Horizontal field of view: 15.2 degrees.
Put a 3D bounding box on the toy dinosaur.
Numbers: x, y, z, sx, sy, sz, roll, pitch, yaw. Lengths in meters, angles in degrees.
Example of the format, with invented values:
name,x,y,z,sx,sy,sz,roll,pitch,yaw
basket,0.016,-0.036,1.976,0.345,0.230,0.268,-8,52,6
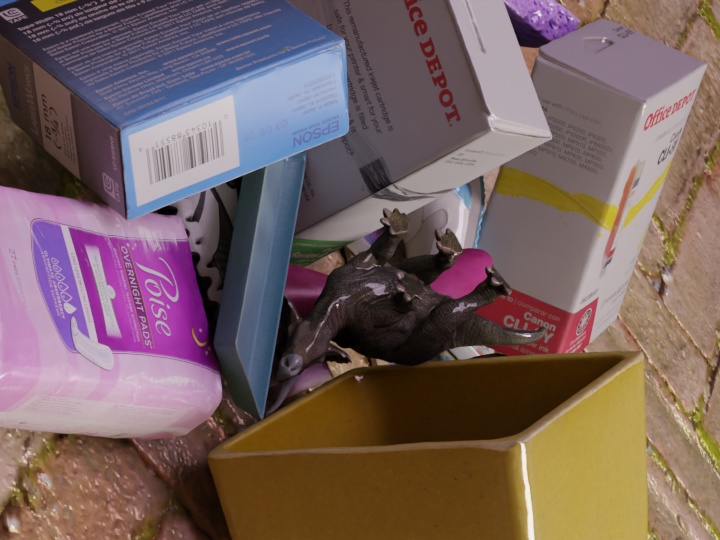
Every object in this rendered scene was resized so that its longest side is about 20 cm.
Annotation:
name,x,y,z,sx,sy,sz,roll,pitch,yaw
toy dinosaur,0.022,0.022,1.587,0.200,0.102,0.077,-1,59,-44

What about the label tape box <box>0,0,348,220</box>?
name,x,y,z,sx,sy,sz,roll,pitch,yaw
label tape box,-0.119,-0.118,1.501,0.144,0.200,0.063,-23,129,-25

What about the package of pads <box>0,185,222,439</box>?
name,x,y,z,sx,sy,sz,roll,pitch,yaw
package of pads,-0.163,0.024,1.413,0.200,0.076,0.121,11,61,-55

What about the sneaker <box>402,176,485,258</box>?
name,x,y,z,sx,sy,sz,roll,pitch,yaw
sneaker,0.033,-0.074,1.770,0.081,0.077,0.200,2,72,-18

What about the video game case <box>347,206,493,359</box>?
name,x,y,z,sx,sy,sz,roll,pitch,yaw
video game case,0.029,-0.041,1.819,0.200,0.018,0.143,45,34,-28

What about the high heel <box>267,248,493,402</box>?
name,x,y,z,sx,sy,sz,roll,pitch,yaw
high heel,0.000,0.000,1.652,0.200,0.067,0.096,-28,100,-41

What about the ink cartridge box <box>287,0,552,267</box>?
name,x,y,z,sx,sy,sz,roll,pitch,yaw
ink cartridge box,-0.001,-0.105,1.647,0.084,0.200,0.146,4,64,-58

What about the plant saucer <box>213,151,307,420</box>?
name,x,y,z,sx,sy,sz,roll,pitch,yaw
plant saucer,-0.057,-0.014,1.529,0.070,0.019,0.200,73,18,-48

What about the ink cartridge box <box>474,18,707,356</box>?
name,x,y,z,sx,sy,sz,roll,pitch,yaw
ink cartridge box,0.144,-0.051,1.783,0.083,0.200,0.145,24,23,16

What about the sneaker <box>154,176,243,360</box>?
name,x,y,z,sx,sy,sz,roll,pitch,yaw
sneaker,-0.089,-0.047,1.569,0.090,0.066,0.200,-18,79,-27

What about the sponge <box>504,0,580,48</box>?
name,x,y,z,sx,sy,sz,roll,pitch,yaw
sponge,0.045,-0.194,1.820,0.112,0.200,0.030,33,78,-41

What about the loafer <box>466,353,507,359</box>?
name,x,y,z,sx,sy,sz,roll,pitch,yaw
loafer,0.124,0.135,1.770,0.200,0.073,0.071,63,34,-11

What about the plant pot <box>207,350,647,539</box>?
name,x,y,z,sx,sy,sz,roll,pitch,yaw
plant pot,0.056,0.169,1.535,0.194,0.195,0.200,-27,109,-60

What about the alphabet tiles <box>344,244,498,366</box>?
name,x,y,z,sx,sy,sz,roll,pitch,yaw
alphabet tiles,0.052,0.053,1.804,0.166,0.006,0.200,18,51,-52
